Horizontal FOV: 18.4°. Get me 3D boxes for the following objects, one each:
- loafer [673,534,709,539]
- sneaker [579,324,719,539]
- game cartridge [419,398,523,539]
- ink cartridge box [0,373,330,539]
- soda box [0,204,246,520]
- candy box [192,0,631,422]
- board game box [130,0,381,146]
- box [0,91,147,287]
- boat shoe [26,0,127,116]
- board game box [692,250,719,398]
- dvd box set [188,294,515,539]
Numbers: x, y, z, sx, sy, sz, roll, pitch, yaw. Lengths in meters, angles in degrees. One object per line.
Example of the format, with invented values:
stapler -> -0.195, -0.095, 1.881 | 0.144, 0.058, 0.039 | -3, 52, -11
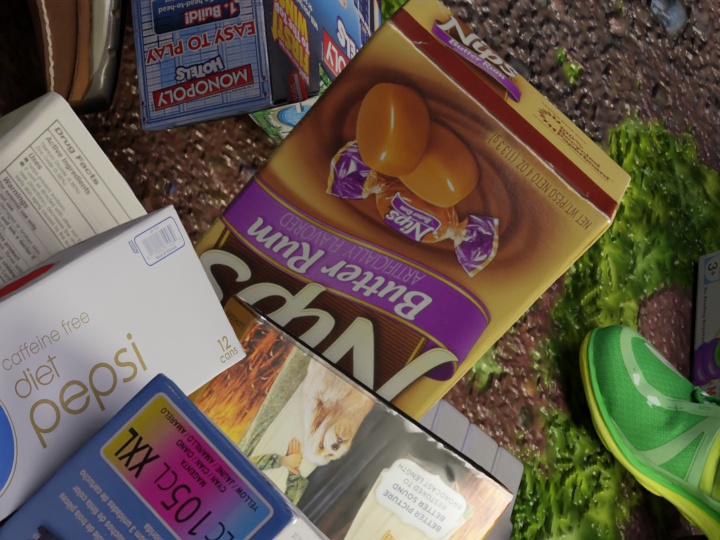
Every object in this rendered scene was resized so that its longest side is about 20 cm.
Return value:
loafer -> 0.152, 0.195, 1.099 | 0.200, 0.063, 0.072 | -39, 104, -44
sneaker -> 0.194, 0.096, 1.134 | 0.200, 0.084, 0.074 | 47, 29, 12
game cartridge -> 0.003, 0.141, 0.995 | 0.130, 0.038, 0.201 | 43, 50, -31
ink cartridge box -> -0.097, 0.146, 0.757 | 0.200, 0.076, 0.137 | -45, 155, -6
soda box -> -0.133, 0.049, 0.754 | 0.200, 0.068, 0.064 | -33, 100, -45
candy box -> 0.000, 0.000, 0.901 | 0.117, 0.200, 0.056 | 41, 28, -2
board game box -> -0.048, -0.129, 0.980 | 0.200, 0.061, 0.201 | 51, 33, -57
box -> -0.164, 0.030, 0.836 | 0.095, 0.078, 0.200 | 55, 46, -15
boat shoe -> -0.139, -0.163, 0.941 | 0.073, 0.076, 0.201 | -5, 81, -4
board game box -> 0.289, 0.061, 1.252 | 0.199, 0.103, 0.105 | 27, 58, -36
dvd box set -> -0.051, 0.129, 0.865 | 0.146, 0.029, 0.200 | 37, 90, -28
